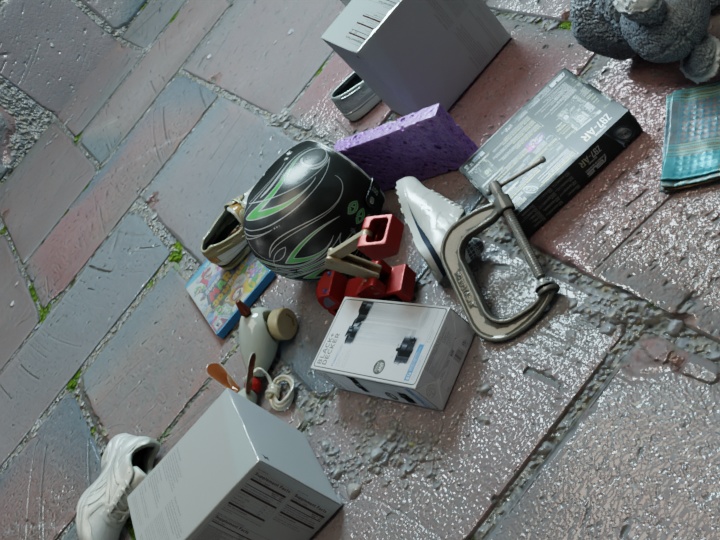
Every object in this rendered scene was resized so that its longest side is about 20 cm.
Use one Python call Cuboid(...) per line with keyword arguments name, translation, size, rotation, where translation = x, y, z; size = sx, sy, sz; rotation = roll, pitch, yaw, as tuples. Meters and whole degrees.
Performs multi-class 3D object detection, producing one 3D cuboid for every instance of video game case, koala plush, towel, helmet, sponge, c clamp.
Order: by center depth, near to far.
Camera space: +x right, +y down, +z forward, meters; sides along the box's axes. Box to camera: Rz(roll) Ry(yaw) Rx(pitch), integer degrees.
Cuboid(name="towel", translation=(0.433, -0.168, 0.947), size=(0.200, 0.022, 0.147), rotation=(-11, 52, 41))
Cuboid(name="koala plush", translation=(0.356, -0.313, 1.031), size=(0.184, 0.177, 0.200), rotation=(-45, 29, 24))
Cuboid(name="c clamp", translation=(0.179, -0.021, 1.040), size=(0.171, 0.027, 0.200), rotation=(-27, 64, 23))
Cuboid(name="sponge", translation=(0.066, -0.177, 1.272), size=(0.200, 0.112, 0.030), rotation=(-12, 52, 40))
Cuboid(name="helmet", translation=(-0.077, -0.076, 1.277), size=(0.191, 0.200, 0.200), rotation=(-52, 36, -8))
Cuboid(name="video game case", translation=(-0.233, 0.018, 1.501), size=(0.143, 0.018, 0.200), rotation=(-50, 36, 2))

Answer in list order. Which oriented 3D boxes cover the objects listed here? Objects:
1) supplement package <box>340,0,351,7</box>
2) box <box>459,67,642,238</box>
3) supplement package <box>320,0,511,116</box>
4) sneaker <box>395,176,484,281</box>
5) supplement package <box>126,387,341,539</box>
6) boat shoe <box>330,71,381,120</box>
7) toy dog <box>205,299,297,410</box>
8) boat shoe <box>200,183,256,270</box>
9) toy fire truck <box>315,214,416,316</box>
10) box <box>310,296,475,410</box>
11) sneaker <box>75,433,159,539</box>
Cuboid(name="supplement package", translation=(0.048, -0.515, 1.510), size=(0.156, 0.200, 0.111), rotation=(-33, 39, 23))
Cuboid(name="box", translation=(0.244, -0.158, 1.122), size=(0.200, 0.044, 0.160), rotation=(-44, 36, 9))
Cuboid(name="supplement package", translation=(0.087, -0.371, 1.350), size=(0.200, 0.191, 0.147), rotation=(-49, 35, 1))
Cuboid(name="sneaker", translation=(0.107, -0.069, 1.181), size=(0.080, 0.076, 0.200), rotation=(-30, 44, 9))
Cuboid(name="supplement package", translation=(-0.162, 0.291, 1.073), size=(0.200, 0.151, 0.152), rotation=(-47, 35, 5))
Cuboid(name="boat shoe", translation=(0.030, -0.353, 1.498), size=(0.201, 0.071, 0.070), rotation=(-44, 37, 9))
Cuboid(name="toy dog", translation=(-0.170, 0.124, 1.274), size=(0.132, 0.096, 0.200), rotation=(-29, 41, 27))
Cuboid(name="boat shoe", translation=(-0.197, -0.092, 1.470), size=(0.075, 0.068, 0.200), rotation=(37, 92, 35))
Cuboid(name="toy fire truck", translation=(0.000, 0.000, 1.162), size=(0.200, 0.141, 0.049), rotation=(-15, 48, 38))
Cuboid(name="box", translation=(0.038, 0.103, 1.100), size=(0.200, 0.060, 0.117), rotation=(5, 62, 49))
Cuboid(name="sneaker", translation=(-0.369, 0.341, 1.319), size=(0.099, 0.078, 0.200), rotation=(-14, 50, 35))
